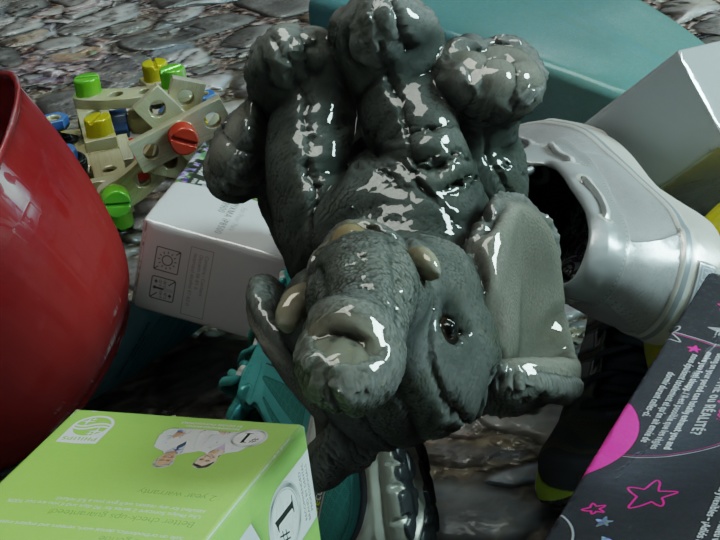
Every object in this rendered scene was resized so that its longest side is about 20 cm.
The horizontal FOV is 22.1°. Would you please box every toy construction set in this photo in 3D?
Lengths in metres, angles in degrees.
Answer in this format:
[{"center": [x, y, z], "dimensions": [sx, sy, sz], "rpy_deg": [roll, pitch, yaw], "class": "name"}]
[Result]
[{"center": [-0.140, -0.080, 1.173], "dimensions": [0.130, 0.093, 0.200], "rpy_deg": [-12, 12, -9], "class": "toy construction set"}]

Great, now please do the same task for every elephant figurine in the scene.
[{"center": [0.010, 0.013, 0.645], "dimensions": [0.154, 0.142, 0.201], "rpy_deg": [18, 44, -27], "class": "elephant figurine"}]

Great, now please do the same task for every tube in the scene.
[{"center": [-0.087, 0.007, 0.977], "dimensions": [0.050, 0.078, 0.200], "rpy_deg": [32, 31, 9], "class": "tube"}]

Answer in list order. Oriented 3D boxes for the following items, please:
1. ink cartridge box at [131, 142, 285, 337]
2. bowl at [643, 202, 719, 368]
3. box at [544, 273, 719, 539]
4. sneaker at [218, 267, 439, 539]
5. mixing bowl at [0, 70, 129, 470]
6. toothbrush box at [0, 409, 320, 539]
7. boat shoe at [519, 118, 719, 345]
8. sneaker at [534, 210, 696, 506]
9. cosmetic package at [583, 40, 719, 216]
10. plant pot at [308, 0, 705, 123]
[{"center": [0.000, 0.000, 0.897], "dimensions": [0.199, 0.051, 0.109], "rpy_deg": [15, 26, 5], "class": "ink cartridge box"}, {"center": [0.218, 0.008, 0.713], "dimensions": [0.199, 0.108, 0.201], "rpy_deg": [6, 40, -5], "class": "bowl"}, {"center": [0.137, 0.104, 0.568], "dimensions": [0.114, 0.133, 0.200], "rpy_deg": [7, 27, 24], "class": "box"}, {"center": [-0.024, 0.036, 0.780], "dimensions": [0.079, 0.078, 0.201], "rpy_deg": [-16, 55, 9], "class": "sneaker"}, {"center": [-0.179, 0.021, 0.854], "dimensions": [0.200, 0.108, 0.201], "rpy_deg": [-41, 26, 26], "class": "mixing bowl"}, {"center": [-0.080, 0.150, 0.515], "dimensions": [0.085, 0.147, 0.200], "rpy_deg": [1, 25, 21], "class": "toothbrush box"}, {"center": [0.076, -0.023, 0.766], "dimensions": [0.068, 0.072, 0.200], "rpy_deg": [18, 17, -22], "class": "boat shoe"}, {"center": [0.118, 0.038, 0.798], "dimensions": [0.073, 0.081, 0.200], "rpy_deg": [-1, 23, 18], "class": "sneaker"}, {"center": [0.175, -0.063, 0.892], "dimensions": [0.199, 0.052, 0.151], "rpy_deg": [-17, -13, -42], "class": "cosmetic package"}, {"center": [0.094, -0.092, 1.056], "dimensions": [0.199, 0.142, 0.141], "rpy_deg": [18, 34, 36], "class": "plant pot"}]
